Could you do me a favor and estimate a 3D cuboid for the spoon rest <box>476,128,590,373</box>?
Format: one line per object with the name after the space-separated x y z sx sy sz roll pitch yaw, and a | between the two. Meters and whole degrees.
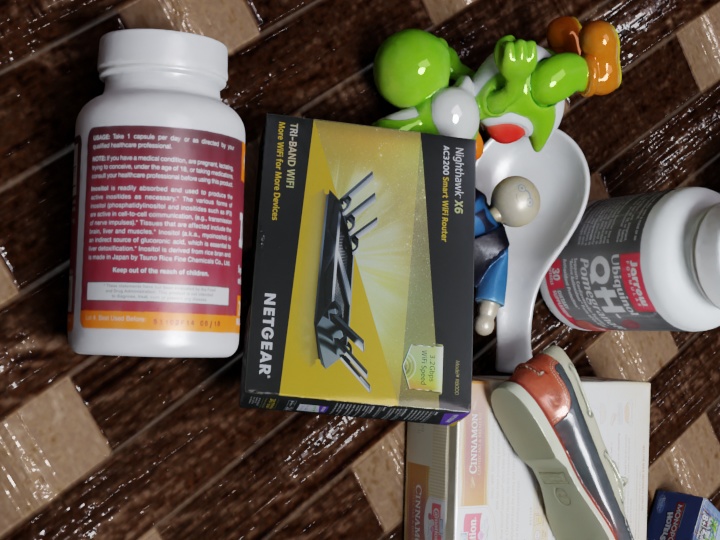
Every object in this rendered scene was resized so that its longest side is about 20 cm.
0.132 -0.018 0.951 0.061 0.098 0.204 7 86 -74 | spoon rest

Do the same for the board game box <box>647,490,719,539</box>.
0.323 0.330 1.064 0.198 0.061 0.203 29 74 -27 | board game box

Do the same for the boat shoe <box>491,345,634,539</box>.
0.167 0.155 0.888 0.062 0.071 0.202 -34 101 -30 | boat shoe

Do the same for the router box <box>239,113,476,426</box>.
0.000 0.000 0.830 0.154 0.052 0.204 5 72 -9 | router box

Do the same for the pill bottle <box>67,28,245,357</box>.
-0.131 -0.047 0.770 0.111 0.112 0.204 3 87 -31 | pill bottle

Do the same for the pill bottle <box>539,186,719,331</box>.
0.240 -0.007 0.945 0.109 0.199 0.113 2 87 -30 | pill bottle

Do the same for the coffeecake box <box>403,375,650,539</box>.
0.135 0.164 0.947 0.197 0.073 0.157 4 87 -31 | coffeecake box

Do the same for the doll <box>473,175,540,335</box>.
0.058 -0.008 0.898 0.199 0.049 0.137 -34 82 -19 | doll

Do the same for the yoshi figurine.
0.092 -0.156 0.910 0.197 0.113 0.113 -21 61 -12 | yoshi figurine
